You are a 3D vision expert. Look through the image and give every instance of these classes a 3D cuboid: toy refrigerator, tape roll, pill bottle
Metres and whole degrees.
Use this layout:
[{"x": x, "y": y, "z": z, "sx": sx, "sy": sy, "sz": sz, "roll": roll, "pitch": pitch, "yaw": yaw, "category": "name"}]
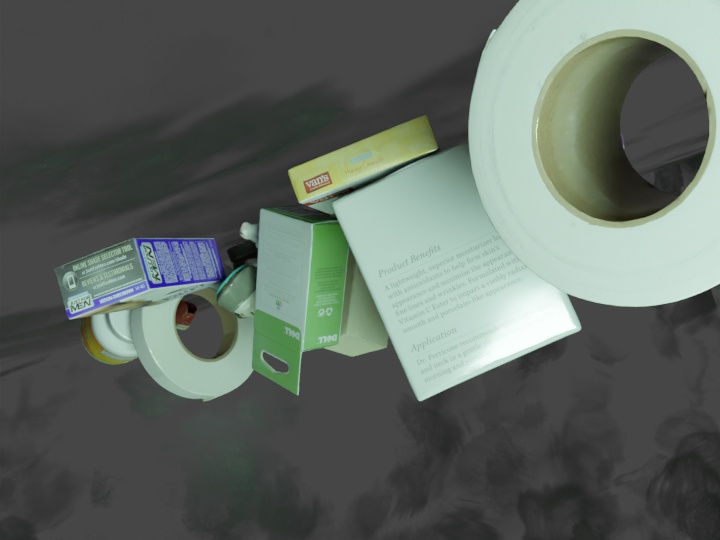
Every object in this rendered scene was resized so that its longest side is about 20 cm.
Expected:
[{"x": 0.000, "y": 0.000, "z": 0.992, "sx": 0.069, "sy": 0.202, "sz": 0.076, "roll": 20, "pitch": 154, "yaw": -32, "category": "toy refrigerator"}, {"x": 0.186, "y": -0.090, "z": 0.490, "sx": 0.202, "sy": 0.205, "sz": 0.138, "roll": -20, "pitch": 177, "yaw": 41, "category": "tape roll"}, {"x": -0.227, "y": 0.080, "z": 1.110, "sx": 0.037, "sy": 0.205, "sz": 0.202, "roll": -21, "pitch": 176, "yaw": 42, "category": "tape roll"}, {"x": -0.353, "y": 0.077, "z": 1.180, "sx": 0.110, "sy": 0.112, "sz": 0.200, "roll": -17, "pitch": 177, "yaw": -29, "category": "pill bottle"}]

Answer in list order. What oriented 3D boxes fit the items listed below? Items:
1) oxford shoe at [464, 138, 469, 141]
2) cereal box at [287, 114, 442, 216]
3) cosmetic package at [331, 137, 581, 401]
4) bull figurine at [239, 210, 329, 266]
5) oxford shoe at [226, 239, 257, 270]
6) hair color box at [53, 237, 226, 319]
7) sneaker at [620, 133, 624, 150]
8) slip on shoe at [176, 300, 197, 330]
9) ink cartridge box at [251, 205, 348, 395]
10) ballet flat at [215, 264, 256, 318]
[{"x": 0.190, "y": -0.138, "z": 0.919, "sx": 0.198, "sy": 0.074, "sz": 0.071, "roll": -17, "pitch": 178, "yaw": -26, "category": "oxford shoe"}, {"x": 0.017, "y": -0.102, "z": 0.819, "sx": 0.142, "sy": 0.040, "sz": 0.200, "roll": -21, "pitch": 177, "yaw": 10, "category": "cereal box"}, {"x": 0.092, "y": -0.004, "z": 0.777, "sx": 0.163, "sy": 0.202, "sz": 0.165, "roll": -23, "pitch": 176, "yaw": 6, "category": "cosmetic package"}, {"x": -0.088, "y": -0.044, "z": 1.054, "sx": 0.199, "sy": 0.066, "sz": 0.121, "roll": -10, "pitch": 179, "yaw": -42, "category": "bull figurine"}, {"x": -0.095, "y": -0.025, "z": 1.184, "sx": 0.198, "sy": 0.085, "sz": 0.073, "roll": -20, "pitch": 176, "yaw": 8, "category": "oxford shoe"}, {"x": -0.253, "y": 0.006, "z": 0.935, "sx": 0.108, "sy": 0.066, "sz": 0.200, "roll": -19, "pitch": 176, "yaw": 15, "category": "hair color box"}, {"x": 0.300, "y": -0.165, "z": 1.188, "sx": 0.198, "sy": 0.081, "sz": 0.088, "roll": -18, "pitch": 170, "yaw": 15, "category": "sneaker"}, {"x": -0.405, "y": 0.087, "z": 1.688, "sx": 0.061, "sy": 0.074, "sz": 0.200, "roll": -53, "pitch": 169, "yaw": 1, "category": "slip on shoe"}, {"x": -0.073, "y": 0.032, "z": 0.927, "sx": 0.059, "sy": 0.203, "sz": 0.103, "roll": -6, "pitch": -163, "yaw": -41, "category": "ink cartridge box"}, {"x": -0.151, "y": 0.034, "z": 1.046, "sx": 0.067, "sy": 0.064, "sz": 0.200, "roll": -48, "pitch": -177, "yaw": -8, "category": "ballet flat"}]
